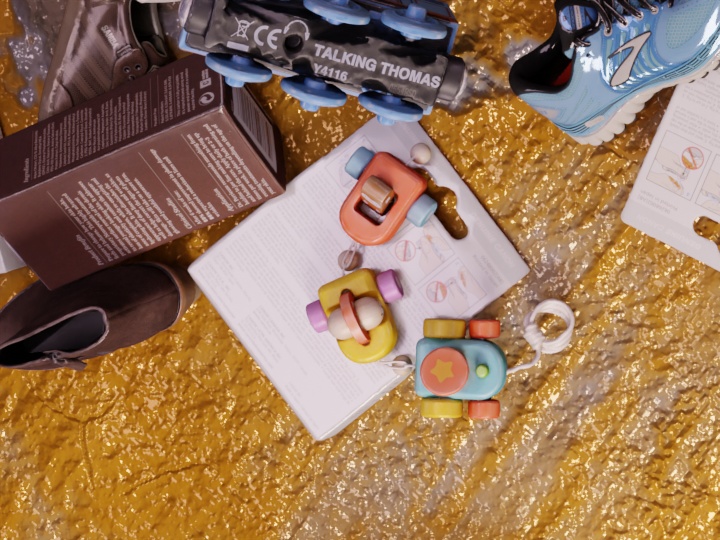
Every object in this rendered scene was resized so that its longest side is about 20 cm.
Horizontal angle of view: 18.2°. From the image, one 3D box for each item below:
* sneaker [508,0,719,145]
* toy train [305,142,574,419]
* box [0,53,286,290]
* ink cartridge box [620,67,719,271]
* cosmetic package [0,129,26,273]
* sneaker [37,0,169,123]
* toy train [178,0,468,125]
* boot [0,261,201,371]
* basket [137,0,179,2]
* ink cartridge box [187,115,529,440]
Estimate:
[{"bbox_3d":[0.170,-0.154,1.444,0.200,0.090,0.079,-43,40,40],"label":"sneaker"},{"bbox_3d":[0.043,0.012,1.557,0.200,0.056,0.150,41,99,9],"label":"toy train"},{"bbox_3d":[-0.163,-0.072,1.610,0.199,0.075,0.100,-22,134,14],"label":"box"},{"bbox_3d":[0.282,-0.089,1.470,0.162,0.050,0.201,28,115,16],"label":"ink cartridge box"},{"bbox_3d":[-0.348,-0.083,1.740,0.150,0.052,0.201,-12,95,27],"label":"cosmetic package"},{"bbox_3d":[-0.182,-0.144,1.644,0.075,0.070,0.201,18,110,15],"label":"sneaker"},{"bbox_3d":[-0.026,-0.159,1.517,0.199,0.114,0.087,13,108,-11],"label":"toy train"},{"bbox_3d":[-0.227,0.041,1.647,0.199,0.166,0.073,-18,93,26],"label":"boot"},{"bbox_3d":[-0.132,-0.302,1.557,0.123,0.135,0.200,-33,87,23],"label":"basket"},{"bbox_3d":[0.000,0.000,1.619,0.200,0.047,0.160,-39,83,8],"label":"ink cartridge box"}]
